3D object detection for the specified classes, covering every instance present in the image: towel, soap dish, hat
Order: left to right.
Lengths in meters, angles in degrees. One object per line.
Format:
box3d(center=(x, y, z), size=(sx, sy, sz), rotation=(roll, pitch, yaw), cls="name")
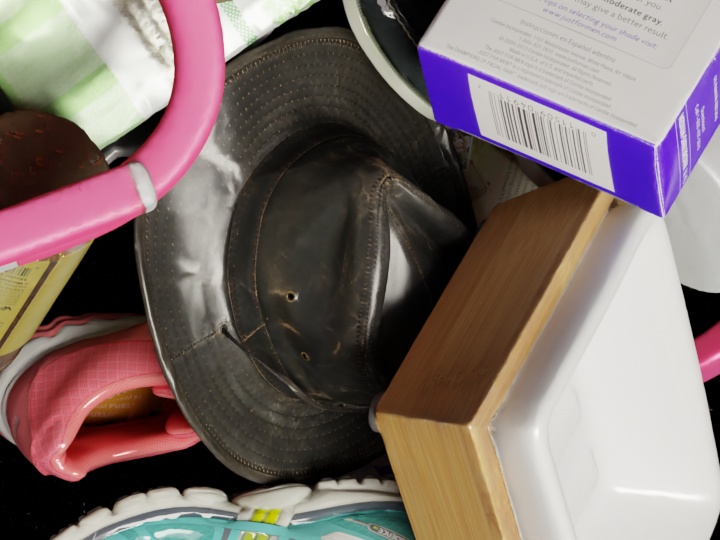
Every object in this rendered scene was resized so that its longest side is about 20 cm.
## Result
box3d(center=(-0.078, -0.151, 1.063), size=(0.200, 0.031, 0.149), rotation=(-34, 118, -1), cls="towel")
box3d(center=(0.000, 0.000, 1.121), size=(0.200, 0.081, 0.201), rotation=(-8, 103, -38), cls="hat")
box3d(center=(0.081, 0.078, 1.104), size=(0.157, 0.081, 0.200), rotation=(-59, 144, -39), cls="soap dish")

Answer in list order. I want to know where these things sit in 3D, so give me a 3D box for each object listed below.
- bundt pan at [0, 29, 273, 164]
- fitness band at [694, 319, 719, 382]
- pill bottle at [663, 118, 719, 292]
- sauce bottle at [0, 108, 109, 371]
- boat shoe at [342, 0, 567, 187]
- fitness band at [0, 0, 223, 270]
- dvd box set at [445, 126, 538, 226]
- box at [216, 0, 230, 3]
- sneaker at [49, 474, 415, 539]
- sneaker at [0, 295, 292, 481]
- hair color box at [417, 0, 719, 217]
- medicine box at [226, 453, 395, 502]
box3d(center=(-0.132, -0.143, 1.101), size=(0.202, 0.076, 0.202), rotation=(-9, 116, -18), cls="bundt pan")
box3d(center=(0.135, 0.017, 1.228), size=(0.200, 0.037, 0.144), rotation=(-4, 135, -40), cls="fitness band")
box3d(center=(0.196, -0.084, 1.143), size=(0.200, 0.110, 0.110), rotation=(-40, 123, -24), cls="pill bottle")
box3d(center=(-0.163, 0.007, 1.113), size=(0.066, 0.066, 0.200), rotation=(9, 148, -24), cls="sauce bottle")
box3d(center=(0.075, -0.087, 1.160), size=(0.199, 0.066, 0.075), rotation=(40, 51, -34), cls="boat shoe")
box3d(center=(-0.150, -0.072, 0.995), size=(0.200, 0.037, 0.144), rotation=(-19, 87, -8), cls="fitness band")
box3d(center=(0.040, -0.007, 1.255), size=(0.200, 0.029, 0.146), rotation=(8, 110, -23), cls="dvd box set")
box3d(center=(-0.019, -0.209, 1.021), size=(0.121, 0.032, 0.200), rotation=(-13, 116, -12), cls="box")
box3d(center=(-0.054, 0.138, 1.132), size=(0.200, 0.080, 0.078), rotation=(-8, 141, -9), cls="sneaker")
box3d(center=(-0.062, 0.043, 1.173), size=(0.200, 0.087, 0.074), rotation=(-24, 119, -9), cls="sneaker")
box3d(center=(0.120, -0.131, 1.075), size=(0.200, 0.109, 0.065), rotation=(-58, 158, -18), cls="hair color box")
box3d(center=(0.008, 0.177, 1.239), size=(0.200, 0.182, 0.103), rotation=(-14, 118, -14), cls="medicine box")
